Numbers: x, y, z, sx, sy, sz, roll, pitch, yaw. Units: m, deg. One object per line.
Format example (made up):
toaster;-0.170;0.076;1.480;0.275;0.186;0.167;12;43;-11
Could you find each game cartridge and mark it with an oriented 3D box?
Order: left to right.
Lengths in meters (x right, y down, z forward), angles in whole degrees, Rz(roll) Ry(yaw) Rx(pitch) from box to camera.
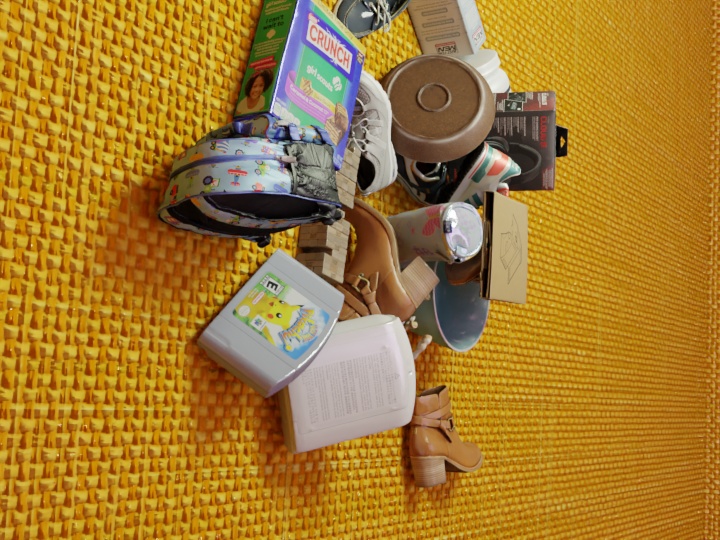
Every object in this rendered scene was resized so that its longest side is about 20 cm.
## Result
game cartridge;-0.107;0.068;1.302;0.133;0.041;0.200;37;47;1

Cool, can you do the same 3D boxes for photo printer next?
photo printer;-0.018;0.153;1.386;0.197;0.069;0.169;-12;101;-19

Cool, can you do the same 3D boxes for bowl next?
bowl;0.128;0.032;1.657;0.200;0.104;0.204;1;89;-55

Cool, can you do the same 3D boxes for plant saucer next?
plant saucer;0.115;-0.266;1.571;0.035;0.197;0.203;80;23;-66

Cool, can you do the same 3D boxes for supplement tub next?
supplement tub;0.205;-0.270;1.749;0.140;0.139;0.202;-47;126;-45

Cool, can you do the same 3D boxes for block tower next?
block tower;-0.048;-0.086;1.446;0.058;0.053;0.203;28;66;-53

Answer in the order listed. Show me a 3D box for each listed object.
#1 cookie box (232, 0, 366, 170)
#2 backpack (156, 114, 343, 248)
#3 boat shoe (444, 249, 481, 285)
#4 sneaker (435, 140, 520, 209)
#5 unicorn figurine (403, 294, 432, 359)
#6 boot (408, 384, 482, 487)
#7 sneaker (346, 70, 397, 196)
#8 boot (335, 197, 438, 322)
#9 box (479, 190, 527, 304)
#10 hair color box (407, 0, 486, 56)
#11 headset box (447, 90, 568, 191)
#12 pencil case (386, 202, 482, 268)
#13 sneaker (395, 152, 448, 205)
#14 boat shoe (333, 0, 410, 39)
cookie box;-0.080;-0.263;1.384;0.171;0.074;0.203;34;61;-49
backpack;-0.146;-0.110;1.205;0.198;0.181;0.137;2;79;-44
boat shoe;0.199;-0.015;1.611;0.200;0.075;0.073;-37;120;-49
sneaker;0.188;-0.120;1.621;0.092;0.200;0.071;24;46;-9
unicorn figurine;0.046;0.105;1.533;0.074;0.137;0.201;41;36;-14
boot;0.149;0.275;1.714;0.199;0.073;0.157;-7;91;-58
sneaker;0.006;-0.207;1.509;0.082;0.074;0.202;-48;128;-47
boot;0.000;0.000;1.473;0.154;0.200;0.074;-41;159;-3
box;0.230;-0.033;1.575;0.199;0.021;0.166;9;83;-65
hair color box;0.132;-0.463;1.682;0.061;0.098;0.202;-53;131;-42
headset box;0.242;-0.212;1.643;0.078;0.197;0.150;-74;162;-54
pencil case;0.100;-0.050;1.532;0.082;0.199;0.092;1;86;-36
sneaker;0.114;-0.164;1.667;0.199;0.079;0.080;29;65;-54
boat shoe;0.025;-0.410;1.554;0.200;0.061;0.076;-42;125;-47
